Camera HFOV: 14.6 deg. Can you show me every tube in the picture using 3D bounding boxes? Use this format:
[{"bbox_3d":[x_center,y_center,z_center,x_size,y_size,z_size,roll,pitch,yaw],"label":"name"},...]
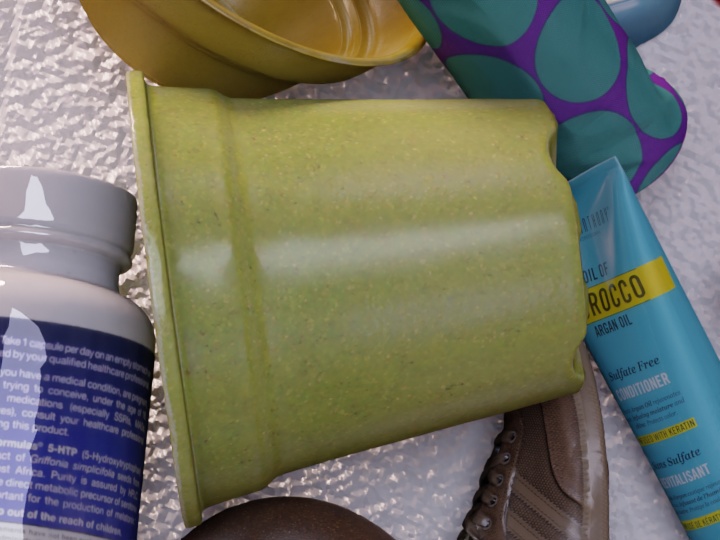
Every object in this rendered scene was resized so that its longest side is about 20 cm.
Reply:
[{"bbox_3d":[0.140,0.047,1.292,0.050,0.077,0.201,-31,93,-45],"label":"tube"}]

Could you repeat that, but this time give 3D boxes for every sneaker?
[{"bbox_3d":[0.073,0.121,1.281,0.075,0.070,0.201,-2,78,-4],"label":"sneaker"}]

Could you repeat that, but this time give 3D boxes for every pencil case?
[{"bbox_3d":[0.071,-0.121,1.277,0.200,0.085,0.093,53,43,-32],"label":"pencil case"}]

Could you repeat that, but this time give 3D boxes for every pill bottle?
[{"bbox_3d":[-0.153,0.061,1.251,0.119,0.120,0.201,6,78,-3],"label":"pill bottle"}]

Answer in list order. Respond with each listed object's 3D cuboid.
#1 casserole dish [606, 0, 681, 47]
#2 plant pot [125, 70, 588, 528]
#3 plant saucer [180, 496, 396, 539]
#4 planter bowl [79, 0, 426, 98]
[{"bbox_3d":[0.089,-0.191,1.366,0.121,0.039,0.201,-13,80,-6],"label":"casserole dish"},{"bbox_3d":[0.000,0.000,1.229,0.183,0.200,0.201,-8,79,-3],"label":"plant pot"},{"bbox_3d":[-0.042,0.198,1.214,0.200,0.037,0.202,-5,82,34],"label":"plant saucer"},{"bbox_3d":[-0.071,-0.138,1.297,0.200,0.200,0.084,43,120,5],"label":"planter bowl"}]
